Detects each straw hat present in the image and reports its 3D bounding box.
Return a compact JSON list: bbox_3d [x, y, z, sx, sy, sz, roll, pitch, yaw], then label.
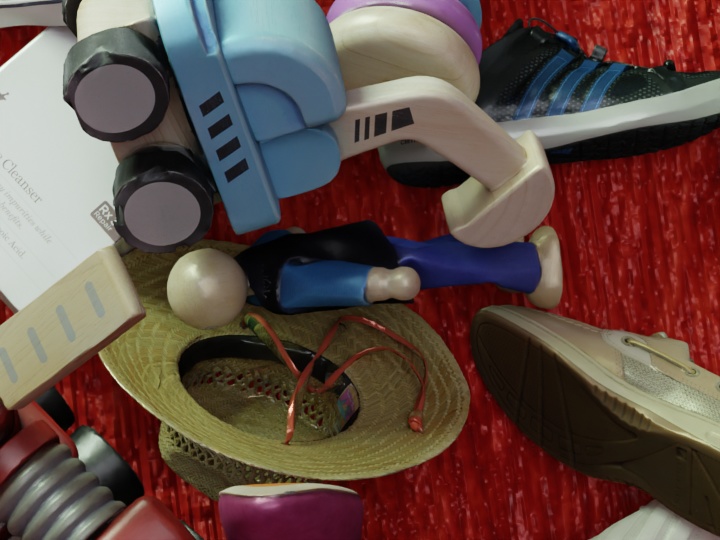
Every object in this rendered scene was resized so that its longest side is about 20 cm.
[{"bbox_3d":[-0.051,0.074,1.165,0.200,0.201,0.085,22,122,0],"label":"straw hat"}]

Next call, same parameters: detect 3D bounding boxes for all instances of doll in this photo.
[{"bbox_3d":[0.000,0.000,1.155,0.199,0.136,0.049,-4,102,-22],"label":"doll"}]

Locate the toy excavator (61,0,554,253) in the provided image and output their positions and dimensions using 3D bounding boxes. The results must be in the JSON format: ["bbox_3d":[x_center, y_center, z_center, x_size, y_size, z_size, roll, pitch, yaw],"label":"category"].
[{"bbox_3d":[-0.022,-0.074,1.092,0.199,0.100,0.195,-16,125,5],"label":"toy excavator"}]

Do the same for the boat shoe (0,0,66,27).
[{"bbox_3d":[-0.161,-0.175,1.149,0.086,0.201,0.075,55,51,-34],"label":"boat shoe"}]

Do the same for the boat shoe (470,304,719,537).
[{"bbox_3d":[0.143,0.067,1.172,0.200,0.072,0.065,28,47,34],"label":"boat shoe"}]

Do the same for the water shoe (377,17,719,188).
[{"bbox_3d":[0.104,-0.098,1.213,0.199,0.072,0.079,-9,80,-5],"label":"water shoe"}]

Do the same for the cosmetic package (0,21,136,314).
[{"bbox_3d":[-0.128,-0.072,1.190,0.200,0.081,0.113,-44,85,-8],"label":"cosmetic package"}]

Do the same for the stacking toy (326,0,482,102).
[{"bbox_3d":[0.035,-0.168,1.194,0.085,0.085,0.201,15,55,-1],"label":"stacking toy"}]

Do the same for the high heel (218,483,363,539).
[{"bbox_3d":[-0.032,0.157,1.103,0.067,0.200,0.096,0,75,0],"label":"high heel"}]

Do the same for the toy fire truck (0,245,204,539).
[{"bbox_3d":[-0.128,0.091,1.041,0.129,0.200,0.176,-42,80,-17],"label":"toy fire truck"}]

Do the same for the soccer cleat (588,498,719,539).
[{"bbox_3d":[0.179,0.124,1.191,0.199,0.069,0.078,-15,78,-13],"label":"soccer cleat"}]
